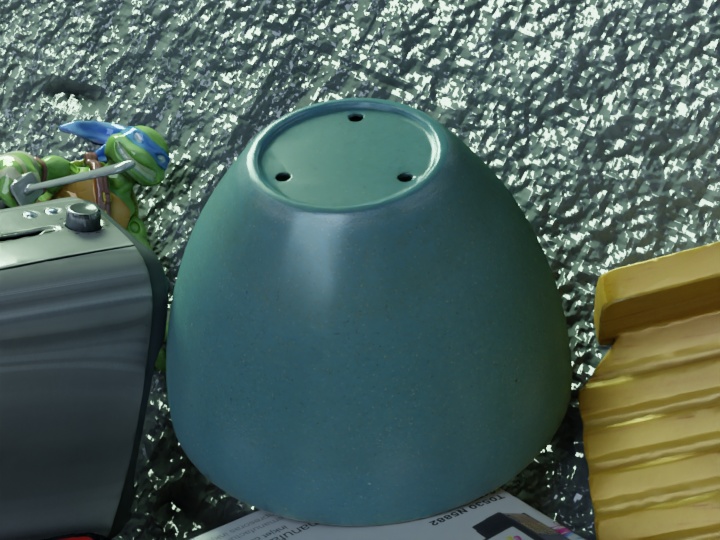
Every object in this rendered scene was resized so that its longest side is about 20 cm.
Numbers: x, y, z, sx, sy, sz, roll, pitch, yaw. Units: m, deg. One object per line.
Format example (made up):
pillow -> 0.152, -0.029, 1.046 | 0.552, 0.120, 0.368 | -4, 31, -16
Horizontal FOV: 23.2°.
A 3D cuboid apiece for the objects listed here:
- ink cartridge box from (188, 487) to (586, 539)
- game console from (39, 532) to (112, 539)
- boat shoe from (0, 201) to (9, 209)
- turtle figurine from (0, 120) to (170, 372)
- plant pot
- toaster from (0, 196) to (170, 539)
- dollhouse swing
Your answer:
ink cartridge box -> 0.032, 0.166, 0.764 | 0.200, 0.144, 0.084 | 25, 128, 53
game console -> -0.144, 0.179, 0.868 | 0.176, 0.200, 0.031 | -14, 62, 26
boat shoe -> -0.253, 0.036, 1.050 | 0.062, 0.073, 0.201 | 10, 76, 34
turtle figurine -> -0.167, 0.010, 0.965 | 0.194, 0.144, 0.200 | -47, 55, 4
plant pot -> 0.000, 0.000, 0.823 | 0.199, 0.135, 0.201 | -3, 38, 2
toaster -> -0.180, 0.062, 0.851 | 0.114, 0.129, 0.201 | 38, 123, 44
dollhouse swing -> 0.157, 0.077, 0.744 | 0.181, 0.176, 0.201 | -15, 69, 25
